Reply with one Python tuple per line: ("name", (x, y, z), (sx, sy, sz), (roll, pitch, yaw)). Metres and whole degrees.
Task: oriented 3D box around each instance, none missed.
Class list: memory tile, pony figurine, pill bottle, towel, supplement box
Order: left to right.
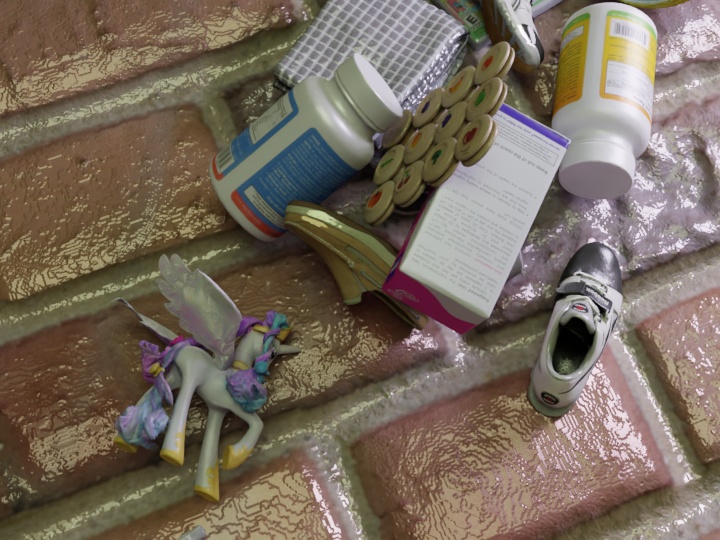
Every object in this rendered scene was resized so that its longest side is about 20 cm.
("pony figurine", (-0.162, 0.097, 1.116), (0.192, 0.166, 0.202), (35, 61, -21))
("pill bottle", (-0.055, -0.132, 1.184), (0.199, 0.112, 0.113), (-37, 67, 17))
("towel", (0.011, -0.238, 1.294), (0.164, 0.086, 0.201), (32, 68, 13))
("memory tile", (0.074, -0.135, 1.118), (0.017, 0.199, 0.155), (33, 52, -22))
("supplement box", (0.113, -0.053, 1.115), (0.102, 0.101, 0.202), (27, 74, -3))
("pill bottle", (0.273, -0.187, 1.264), (0.109, 0.111, 0.203), (10, 65, 3))

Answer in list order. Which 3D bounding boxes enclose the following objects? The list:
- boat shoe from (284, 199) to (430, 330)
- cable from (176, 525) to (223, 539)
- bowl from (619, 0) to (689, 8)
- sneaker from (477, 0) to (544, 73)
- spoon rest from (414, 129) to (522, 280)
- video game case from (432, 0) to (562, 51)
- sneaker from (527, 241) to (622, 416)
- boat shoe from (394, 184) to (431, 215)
("boat shoe", (0.000, 0.000, 1.163), (0.198, 0.072, 0.077), (29, 85, -17))
("cable", (-0.184, 0.352, 1.025), (0.198, 0.069, 0.202), (-25, 68, -13))
("bowl", (0.378, -0.404, 1.355), (0.198, 0.107, 0.204), (-5, 81, 35))
("sneaker", (0.180, -0.326, 1.321), (0.086, 0.076, 0.202), (-19, 68, -11))
("spoon rest", (0.124, -0.084, 1.202), (0.098, 0.061, 0.203), (-24, 91, -15))
("video game case", (0.169, -0.386, 1.402), (0.198, 0.022, 0.183), (-32, 70, -15))
("sneaker", (0.233, 0.048, 1.169), (0.073, 0.089, 0.202), (18, 64, 8))
("boat shoe", (0.120, -0.116, 1.256), (0.197, 0.057, 0.068), (-20, 67, -11))
